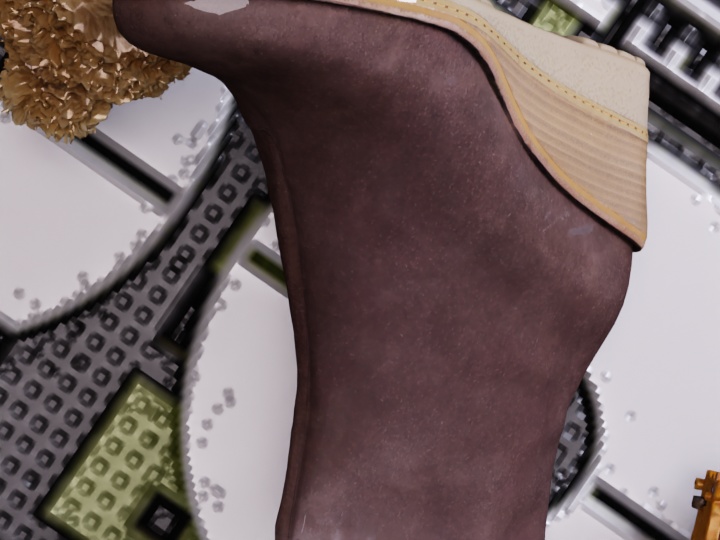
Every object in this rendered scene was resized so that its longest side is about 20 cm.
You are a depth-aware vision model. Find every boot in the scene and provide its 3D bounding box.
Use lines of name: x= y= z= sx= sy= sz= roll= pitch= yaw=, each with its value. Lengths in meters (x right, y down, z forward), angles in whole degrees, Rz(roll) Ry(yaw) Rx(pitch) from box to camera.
boot: x=0.000 y=0.000 z=0.742 sx=0.200 sy=0.072 sz=0.167 roll=14 pitch=91 yaw=-36

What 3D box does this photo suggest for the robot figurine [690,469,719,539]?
robot figurine: x=0.133 y=0.168 z=0.780 sx=0.144 sy=0.058 sz=0.201 roll=11 pitch=87 yaw=0

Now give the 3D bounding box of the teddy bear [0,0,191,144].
teddy bear: x=-0.110 y=-0.135 z=0.791 sx=0.200 sy=0.067 sz=0.145 roll=35 pitch=78 yaw=7
